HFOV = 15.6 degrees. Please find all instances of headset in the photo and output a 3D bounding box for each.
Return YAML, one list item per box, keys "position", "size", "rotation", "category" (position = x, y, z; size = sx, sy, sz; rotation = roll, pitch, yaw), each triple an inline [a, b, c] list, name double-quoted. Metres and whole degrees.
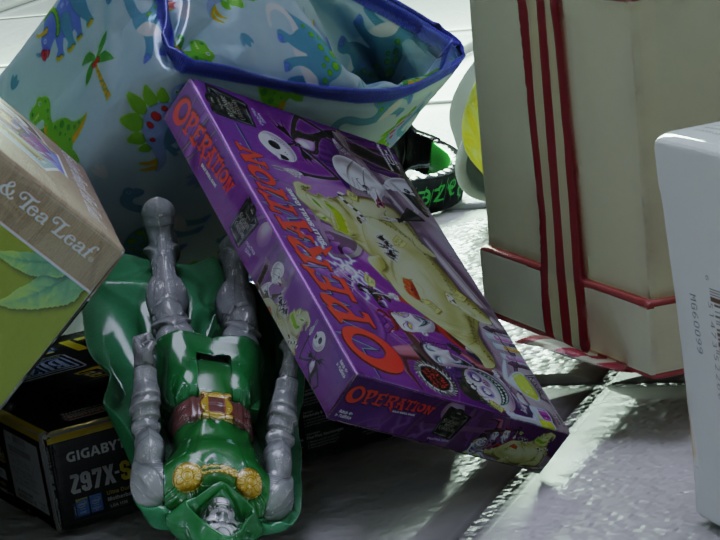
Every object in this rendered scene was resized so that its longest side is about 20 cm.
- position: [-0.024, -0.064, 1.700]
  size: [0.200, 0.094, 0.123]
  rotation: [24, 27, 39]
  category: "headset"

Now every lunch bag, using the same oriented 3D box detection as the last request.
- position: [-0.068, -0.071, 1.270]
  size: [0.199, 0.128, 0.170]
  rotation: [9, -43, -40]
  category: "lunch bag"

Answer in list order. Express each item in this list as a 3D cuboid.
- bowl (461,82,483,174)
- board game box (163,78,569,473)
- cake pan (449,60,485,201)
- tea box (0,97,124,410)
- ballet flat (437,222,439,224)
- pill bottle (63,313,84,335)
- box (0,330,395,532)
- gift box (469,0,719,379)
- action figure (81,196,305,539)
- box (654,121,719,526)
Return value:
- position: [0.168, -0.086, 1.489]
  size: [0.199, 0.200, 0.108]
  rotation: [-15, 57, -31]
  category: "bowl"
- position: [0.000, 0.000, 1.114]
  size: [0.120, 0.032, 0.200]
  rotation: [12, 32, -36]
  category: "board game box"
- position: [0.136, -0.116, 1.579]
  size: [0.200, 0.037, 0.200]
  rotation: [-26, -24, -12]
  category: "cake pan"
- position: [-0.212, 0.009, 1.075]
  size: [0.197, 0.133, 0.200]
  rotation: [-51, 15, 1]
  category: "tea box"
- position: [0.018, 0.001, 1.334]
  size: [0.068, 0.069, 0.200]
  rotation: [-10, 12, -7]
  category: "ballet flat"
- position: [-0.176, -0.008, 1.386]
  size: [0.112, 0.114, 0.200]
  rotation: [-5, 13, 11]
  category: "pill bottle"
- position: [-0.080, 0.057, 1.193]
  size: [0.199, 0.050, 0.160]
  rotation: [-14, 12, -26]
  category: "box"
- position: [0.141, -0.044, 1.185]
  size: [0.199, 0.188, 0.184]
  rotation: [-10, 12, -17]
  category: "gift box"
- position: [-0.061, 0.049, 1.072]
  size: [0.118, 0.055, 0.200]
  rotation: [3, 40, -10]
  category: "action figure"
- position: [0.226, 0.011, 0.970]
  size: [0.199, 0.153, 0.106]
  rotation: [-11, 12, -18]
  category: "box"
